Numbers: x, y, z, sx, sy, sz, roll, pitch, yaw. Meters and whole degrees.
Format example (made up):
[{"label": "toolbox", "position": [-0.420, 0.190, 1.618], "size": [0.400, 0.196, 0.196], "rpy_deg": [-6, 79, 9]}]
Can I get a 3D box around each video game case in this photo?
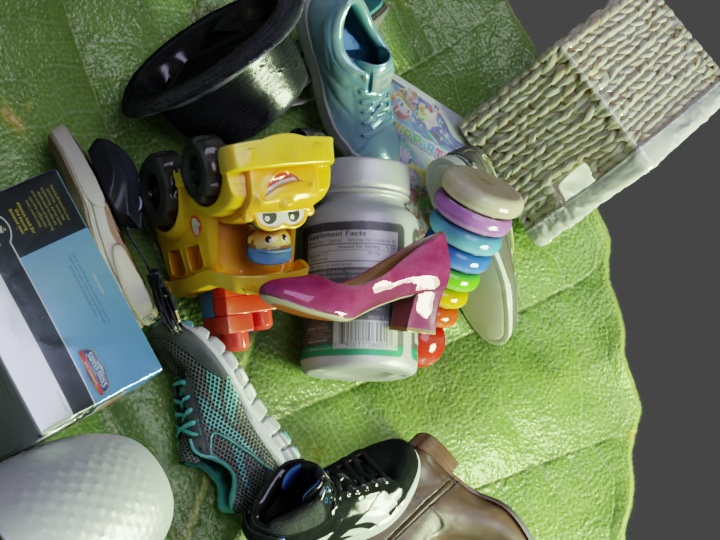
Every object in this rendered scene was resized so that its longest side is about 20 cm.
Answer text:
[{"label": "video game case", "position": [0.046, -0.090, 1.896], "size": [0.143, 0.018, 0.201], "rpy_deg": [31, 61, -18]}]

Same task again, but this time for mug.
[{"label": "mug", "position": [-0.245, 0.239, 1.561], "size": [0.175, 0.147, 0.201], "rpy_deg": [-29, 120, -41]}]

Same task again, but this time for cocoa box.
[{"label": "cocoa box", "position": [-0.287, 0.040, 1.592], "size": [0.131, 0.133, 0.201], "rpy_deg": [-28, 89, -34]}]

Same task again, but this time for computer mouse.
[{"label": "computer mouse", "position": [-0.195, -0.033, 1.677], "size": [0.034, 0.059, 0.201], "rpy_deg": [-24, 77, -3]}]

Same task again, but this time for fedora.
[{"label": "fedora", "position": [-0.122, -0.175, 1.735], "size": [0.201, 0.200, 0.092], "rpy_deg": [-51, 118, -32]}]

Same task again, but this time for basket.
[{"label": "basket", "position": [0.240, -0.163, 1.919], "size": [0.161, 0.198, 0.200], "rpy_deg": [51, 49, -2]}]

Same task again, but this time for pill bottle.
[{"label": "pill bottle", "position": [0.000, 0.000, 1.771], "size": [0.112, 0.113, 0.201], "rpy_deg": [7, 78, -28]}]

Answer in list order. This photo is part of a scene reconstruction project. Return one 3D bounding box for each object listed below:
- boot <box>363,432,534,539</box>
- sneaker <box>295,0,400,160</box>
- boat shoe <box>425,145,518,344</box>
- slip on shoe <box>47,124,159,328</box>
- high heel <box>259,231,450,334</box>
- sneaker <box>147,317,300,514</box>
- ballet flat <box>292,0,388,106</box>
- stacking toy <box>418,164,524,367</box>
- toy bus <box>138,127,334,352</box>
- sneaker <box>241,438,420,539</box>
[{"label": "boot", "position": [0.055, 0.277, 1.754], "size": [0.186, 0.064, 0.200], "rpy_deg": [43, 54, 4]}, {"label": "sneaker", "position": [0.001, -0.180, 1.810], "size": [0.074, 0.082, 0.201], "rpy_deg": [-39, 119, -27]}, {"label": "boat shoe", "position": [0.125, -0.026, 1.875], "size": [0.060, 0.072, 0.203], "rpy_deg": [-30, 109, -44]}, {"label": "slip on shoe", "position": [-0.247, -0.034, 1.684], "size": [0.060, 0.076, 0.201], "rpy_deg": [-25, 86, -3]}, {"label": "high heel", "position": [-0.002, 0.000, 1.661], "size": [0.199, 0.067, 0.097], "rpy_deg": [9, 87, -32]}, {"label": "sneaker", "position": [-0.137, 0.134, 1.687], "size": [0.091, 0.078, 0.200], "rpy_deg": [-38, 93, -29]}, {"label": "ballet flat", "position": [-0.046, -0.209, 1.866], "size": [0.200, 0.067, 0.064], "rpy_deg": [-33, 119, -33]}, {"label": "stacking toy", "position": [0.082, 0.002, 1.808], "size": [0.085, 0.085, 0.201], "rpy_deg": [15, 111, -25]}, {"label": "toy bus", "position": [-0.106, -0.025, 1.687], "size": [0.135, 0.200, 0.193], "rpy_deg": [-5, 84, -31]}, {"label": "sneaker", "position": [-0.019, 0.197, 1.680], "size": [0.200, 0.112, 0.073], "rpy_deg": [-35, 59, -27]}]
